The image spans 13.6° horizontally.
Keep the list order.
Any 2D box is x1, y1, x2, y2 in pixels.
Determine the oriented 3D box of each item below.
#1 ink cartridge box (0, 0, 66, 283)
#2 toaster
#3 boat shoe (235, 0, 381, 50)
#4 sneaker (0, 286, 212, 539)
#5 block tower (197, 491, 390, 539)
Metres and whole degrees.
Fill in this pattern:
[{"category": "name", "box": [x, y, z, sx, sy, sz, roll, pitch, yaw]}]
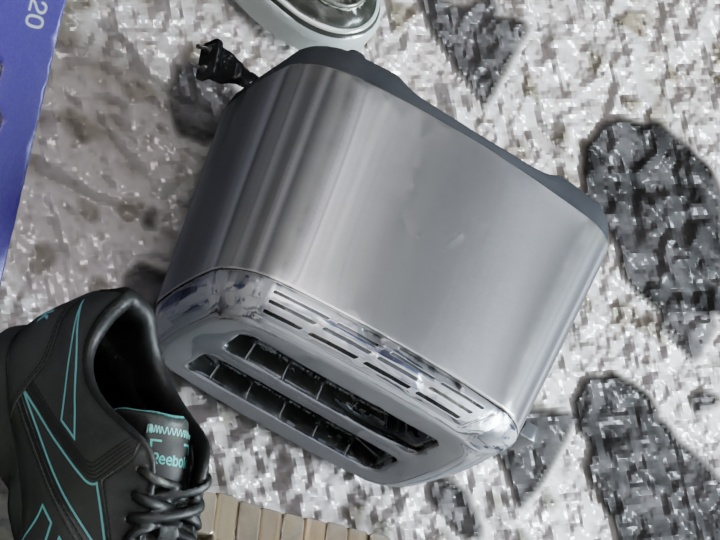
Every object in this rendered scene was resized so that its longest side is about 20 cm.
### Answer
[{"category": "ink cartridge box", "box": [-0.209, -0.076, 1.159, 0.199, 0.041, 0.201, 13, 88, -26]}, {"category": "toaster", "box": [0.000, 0.000, 1.254, 0.199, 0.114, 0.130, 31, 62, -20]}, {"category": "boat shoe", "box": [-0.046, -0.188, 1.324, 0.071, 0.064, 0.201, -30, 89, -35]}, {"category": "sneaker", "box": [-0.096, 0.100, 1.157, 0.075, 0.079, 0.201, 10, 57, -49]}, {"category": "block tower", "box": [0.007, 0.143, 1.241, 0.199, 0.054, 0.058, 17, 64, -24]}]
